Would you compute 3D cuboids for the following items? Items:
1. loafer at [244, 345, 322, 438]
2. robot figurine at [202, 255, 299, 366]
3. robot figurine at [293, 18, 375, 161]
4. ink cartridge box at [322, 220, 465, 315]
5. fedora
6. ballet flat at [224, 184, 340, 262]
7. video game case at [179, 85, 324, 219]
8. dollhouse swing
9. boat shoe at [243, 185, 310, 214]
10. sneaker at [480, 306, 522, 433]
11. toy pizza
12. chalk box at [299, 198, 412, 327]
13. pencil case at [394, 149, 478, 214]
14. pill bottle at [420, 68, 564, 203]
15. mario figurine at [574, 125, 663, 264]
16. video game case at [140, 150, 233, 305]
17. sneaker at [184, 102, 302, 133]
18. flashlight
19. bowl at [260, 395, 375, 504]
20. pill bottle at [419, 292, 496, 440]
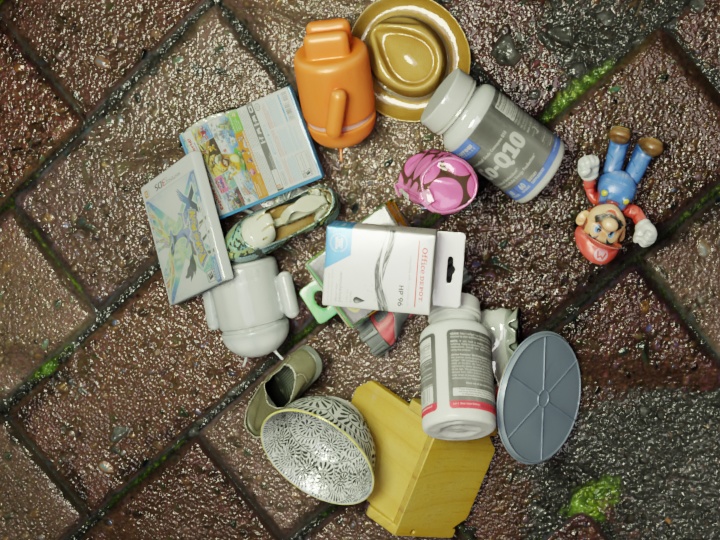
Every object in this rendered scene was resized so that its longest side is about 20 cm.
[{"bbox_3d":[-0.139,0.199,1.477,0.075,0.069,0.201,45,120,19],"label":"loafer"},{"bbox_3d":[-0.177,0.050,1.465,0.167,0.113,0.204,-10,95,26],"label":"robot figurine"},{"bbox_3d":[-0.037,-0.268,1.373,0.116,0.143,0.202,-29,133,-22],"label":"robot figurine"},{"bbox_3d":[0.049,-0.003,1.323,0.196,0.068,0.118,5,99,7],"label":"ink cartridge box"},{"bbox_3d":[0.070,-0.325,1.397,0.197,0.082,0.205,1,96,8],"label":"fedora"},{"bbox_3d":[-0.122,-0.078,1.398,0.198,0.074,0.075,-28,93,-12],"label":"ballet flat"},{"bbox_3d":[-0.167,-0.176,1.406,0.197,0.018,0.145,-20,95,17],"label":"video game case"},{"bbox_3d":[0.083,0.296,1.497,0.180,0.175,0.203,14,101,-36],"label":"dollhouse swing"},{"bbox_3d":[-0.153,-0.115,1.466,0.199,0.065,0.076,17,99,6],"label":"boat shoe"},{"bbox_3d":[0.209,0.158,1.448,0.087,0.074,0.204,0,91,18],"label":"sneaker"},{"bbox_3d":[0.268,0.193,1.402,0.031,0.198,0.204,7,101,49],"label":"toy pizza"},{"bbox_3d":[0.000,0.000,1.429,0.199,0.124,0.125,-35,92,12],"label":"chalk box"},{"bbox_3d":[0.108,-0.129,1.357,0.092,0.200,0.092,-17,99,-4],"label":"pencil case"},{"bbox_3d":[0.193,-0.200,1.357,0.198,0.114,0.115,34,101,-12],"label":"pill bottle"},{"bbox_3d":[0.383,-0.107,1.363,0.122,0.105,0.203,20,93,40],"label":"mario figurine"},{"bbox_3d":[-0.276,-0.062,1.445,0.181,0.022,0.204,-21,83,49],"label":"video game case"},{"bbox_3d":[-0.185,-0.216,1.455,0.196,0.077,0.087,-10,101,10],"label":"sneaker"},{"bbox_3d":[0.086,0.054,1.455,0.199,0.068,0.068,-37,96,6],"label":"flashlight"},{"bbox_3d":[-0.049,0.262,1.441,0.198,0.095,0.203,17,133,19],"label":"bowl"},{"bbox_3d":[0.143,0.141,1.369,0.108,0.111,0.203,-4,63,9],"label":"pill bottle"}]
